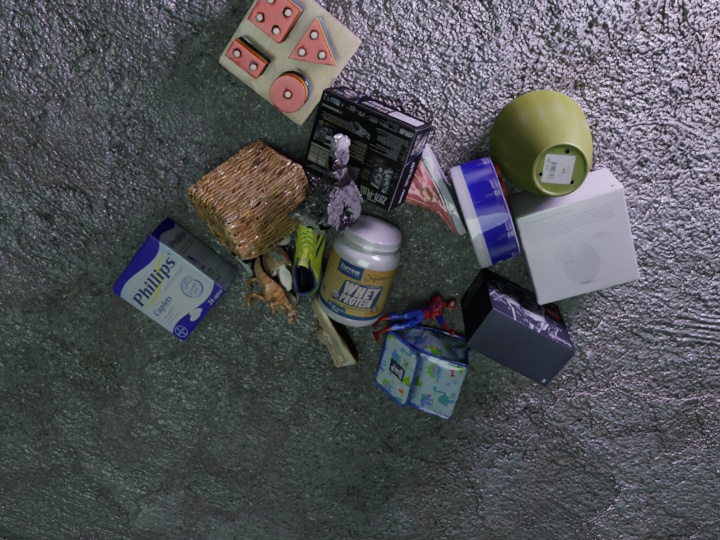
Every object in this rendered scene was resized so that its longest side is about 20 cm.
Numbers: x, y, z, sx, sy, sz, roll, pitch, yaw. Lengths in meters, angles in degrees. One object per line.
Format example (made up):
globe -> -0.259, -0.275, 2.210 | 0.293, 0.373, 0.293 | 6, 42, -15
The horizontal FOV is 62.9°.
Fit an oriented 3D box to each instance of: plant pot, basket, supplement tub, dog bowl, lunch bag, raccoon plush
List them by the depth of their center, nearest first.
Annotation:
plant pot -> 0.338, -0.209, 1.060 | 0.186, 0.200, 0.188 | 3, 118, 5
raccoon plush -> -0.068, -0.159, 1.101 | 0.134, 0.096, 0.201 | 22, 109, 40
dog bowl -> 0.236, -0.111, 1.122 | 0.078, 0.200, 0.201 | -18, 114, 11
basket -> -0.212, -0.136, 1.173 | 0.149, 0.200, 0.143 | 35, 157, 33
supplement tub -> 0.000, 0.000, 1.234 | 0.144, 0.145, 0.201 | 16, 118, -2
lunch bag -> 0.140, 0.224, 1.354 | 0.199, 0.128, 0.171 | 18, 121, 11

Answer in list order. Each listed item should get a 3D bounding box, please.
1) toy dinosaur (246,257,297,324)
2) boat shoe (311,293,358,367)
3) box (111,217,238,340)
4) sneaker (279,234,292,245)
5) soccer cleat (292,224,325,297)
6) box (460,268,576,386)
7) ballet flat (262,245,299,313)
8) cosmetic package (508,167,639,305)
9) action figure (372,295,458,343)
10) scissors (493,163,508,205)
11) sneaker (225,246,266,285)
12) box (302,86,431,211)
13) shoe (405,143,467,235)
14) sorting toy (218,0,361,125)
toy dinosaur -> -0.197, 0.032, 1.235 | 0.106, 0.061, 0.200 | -10, 132, 25
boat shoe -> -0.071, 0.145, 1.360 | 0.065, 0.072, 0.201 | -20, 119, 14
box -> -0.412, 0.022, 1.312 | 0.200, 0.105, 0.184 | 38, 114, -13
sneaker -> -0.220, -0.128, 1.235 | 0.200, 0.071, 0.080 | 37, 111, -13
soccer cleat -> -0.112, -0.041, 1.243 | 0.064, 0.084, 0.202 | 2, 100, 13
box -> 0.324, 0.115, 1.238 | 0.199, 0.182, 0.104 | 26, 117, -8
ballet flat -> -0.169, 0.037, 1.288 | 0.070, 0.065, 0.201 | -29, 135, -16
cosmetic package -> 0.419, -0.068, 1.167 | 0.198, 0.123, 0.201 | -16, 116, 14
action figure -> 0.132, 0.115, 1.283 | 0.199, 0.099, 0.066 | -21, 127, -13
scissors -> 0.292, -0.134, 1.184 | 0.014, 0.074, 0.200 | -18, 146, 12
sneaker -> -0.238, -0.037, 1.290 | 0.074, 0.088, 0.200 | -40, 134, -8
box -> 0.010, -0.232, 1.113 | 0.199, 0.086, 0.165 | 27, 118, 16
shoe -> 0.137, -0.148, 1.189 | 0.091, 0.072, 0.201 | -24, 107, 19
sorting toy -> -0.136, -0.401, 1.086 | 0.198, 0.070, 0.200 | 36, 115, -12
